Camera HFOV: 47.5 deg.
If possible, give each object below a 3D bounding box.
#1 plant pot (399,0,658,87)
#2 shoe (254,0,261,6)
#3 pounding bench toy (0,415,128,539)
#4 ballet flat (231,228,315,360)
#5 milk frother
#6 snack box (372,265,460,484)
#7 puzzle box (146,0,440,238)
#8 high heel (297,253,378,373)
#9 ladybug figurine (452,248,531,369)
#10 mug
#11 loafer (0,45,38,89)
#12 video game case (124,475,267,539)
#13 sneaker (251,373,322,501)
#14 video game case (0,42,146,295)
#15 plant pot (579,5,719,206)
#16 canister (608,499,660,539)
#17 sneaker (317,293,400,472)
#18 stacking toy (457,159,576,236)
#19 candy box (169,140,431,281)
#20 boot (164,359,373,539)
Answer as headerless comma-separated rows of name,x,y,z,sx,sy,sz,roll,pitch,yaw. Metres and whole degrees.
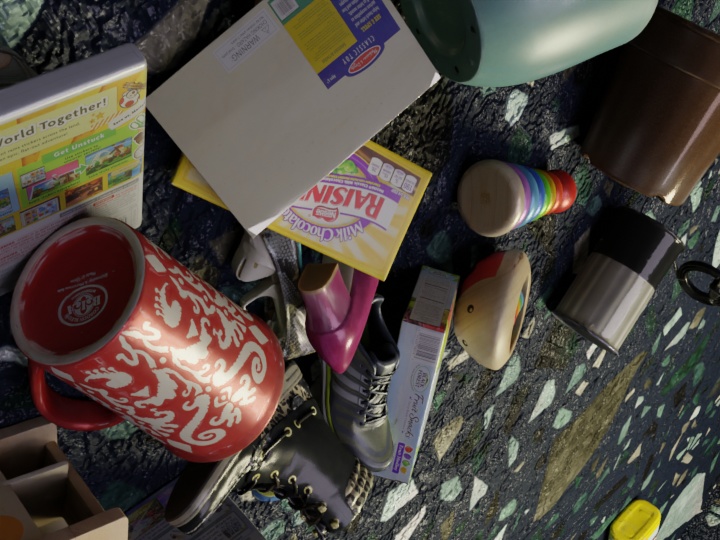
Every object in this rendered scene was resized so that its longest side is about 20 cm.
plant pot,0.127,-0.253,0.701,0.159,0.201,0.203,-30,135,-15
shoe,-0.012,-0.255,0.652,0.201,0.053,0.070,-53,142,-6
pounding bench toy,-0.267,0.253,0.636,0.123,0.155,0.203,-15,126,-41
ballet flat,-0.081,0.007,0.748,0.072,0.072,0.203,-32,134,-28
milk frother,0.422,0.043,1.214,0.190,0.199,0.180,-57,146,1
snack box,0.063,0.116,0.934,0.143,0.052,0.203,-59,162,-64
puzzle box,-0.050,-0.140,0.631,0.199,0.025,0.134,-40,109,-3
high heel,0.000,0.000,0.780,0.201,0.066,0.097,-66,147,-50
ladybug figurine,0.159,0.041,0.990,0.200,0.071,0.138,-36,135,-66
mug,-0.169,0.070,0.618,0.178,0.133,0.200,-46,149,-6
loafer,-0.277,-0.072,0.479,0.199,0.063,0.073,-37,137,-25
video game case,-0.177,0.296,0.743,0.199,0.180,0.046,-31,137,-29
sneaker,-0.055,0.180,0.905,0.199,0.076,0.105,-34,166,-41
video game case,-0.228,-0.043,0.524,0.199,0.023,0.183,-31,162,-30
plant pot,0.385,-0.204,1.025,0.198,0.200,0.200,-1,124,-47
canister,0.657,0.669,1.986,0.148,0.086,0.203,-32,134,-29
sneaker,0.003,0.111,0.834,0.073,0.080,0.204,-20,102,-39
stacking toy,0.200,-0.094,0.982,0.198,0.085,0.087,-14,125,-50
candy box,-0.045,-0.077,0.675,0.197,0.026,0.104,24,96,-19
boot,-0.072,0.197,0.751,0.155,0.073,0.204,52,38,-11
